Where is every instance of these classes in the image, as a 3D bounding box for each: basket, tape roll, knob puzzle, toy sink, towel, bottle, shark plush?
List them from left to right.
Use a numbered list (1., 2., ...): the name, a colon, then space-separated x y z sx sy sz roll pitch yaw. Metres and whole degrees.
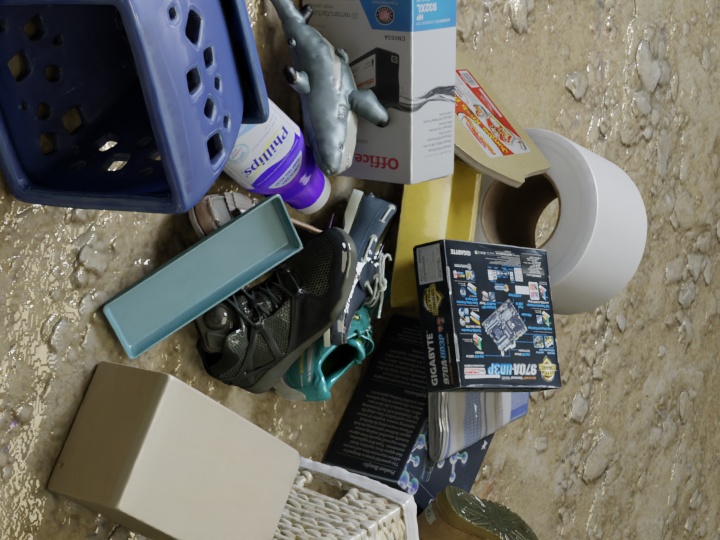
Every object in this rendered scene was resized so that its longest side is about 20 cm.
1. toy sink: -0.173 0.187 1.582 0.200 0.112 0.131 35 69 -44
2. bottle: -0.097 -0.119 1.652 0.084 0.065 0.200 -47 141 0
3. basket: -0.057 0.321 1.716 0.160 0.197 0.201 -28 121 -43
4. shark plush: -0.042 -0.195 1.665 0.083 0.090 0.201 -24 103 -52
5. knob puzzle: 0.112 -0.166 1.877 0.219 0.030 0.220 34 31 -23
6. towel: 0.138 0.123 1.901 0.200 0.024 0.148 -18 113 -52
7. tape roll: 0.222 -0.056 2.006 0.139 0.202 0.204 18 83 -55

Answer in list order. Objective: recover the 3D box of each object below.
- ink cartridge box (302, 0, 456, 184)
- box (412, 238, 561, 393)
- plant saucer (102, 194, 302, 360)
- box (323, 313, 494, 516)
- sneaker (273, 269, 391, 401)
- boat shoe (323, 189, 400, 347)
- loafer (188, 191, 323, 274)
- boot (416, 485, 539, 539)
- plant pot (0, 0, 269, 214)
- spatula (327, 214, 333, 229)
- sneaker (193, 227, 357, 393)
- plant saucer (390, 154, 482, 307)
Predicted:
1. ink cartridge box: 0.018 -0.197 1.732 0.084 0.144 0.201 -17 112 -52
2. box: 0.141 0.052 1.836 0.199 0.046 0.160 4 77 -50
3. plant saucer: -0.150 0.004 1.590 0.199 0.019 0.070 -34 128 -15
4. box: 0.070 0.177 1.929 0.149 0.107 0.201 49 59 -48
5. sneaker: -0.016 0.072 1.807 0.200 0.079 0.078 -52 138 -35
6. boat shoe: 0.000 0.000 1.777 0.075 0.061 0.201 100 3 -46
7. loafer: -0.093 -0.041 1.670 0.200 0.063 0.072 26 42 -57
8. boot: 0.083 0.333 1.899 0.175 0.200 0.066 33 29 -28
9. plant pot: -0.195 -0.177 1.403 0.180 0.199 0.201 -46 132 -46
10. spatula: -0.070 0.033 1.769 0.201 0.020 0.057 -60 173 -18
11. sneaker: -0.089 0.035 1.648 0.200 0.076 0.114 -48 144 20
12. plant saucer: 0.093 -0.055 1.902 0.200 0.048 0.201 2 96 -73
